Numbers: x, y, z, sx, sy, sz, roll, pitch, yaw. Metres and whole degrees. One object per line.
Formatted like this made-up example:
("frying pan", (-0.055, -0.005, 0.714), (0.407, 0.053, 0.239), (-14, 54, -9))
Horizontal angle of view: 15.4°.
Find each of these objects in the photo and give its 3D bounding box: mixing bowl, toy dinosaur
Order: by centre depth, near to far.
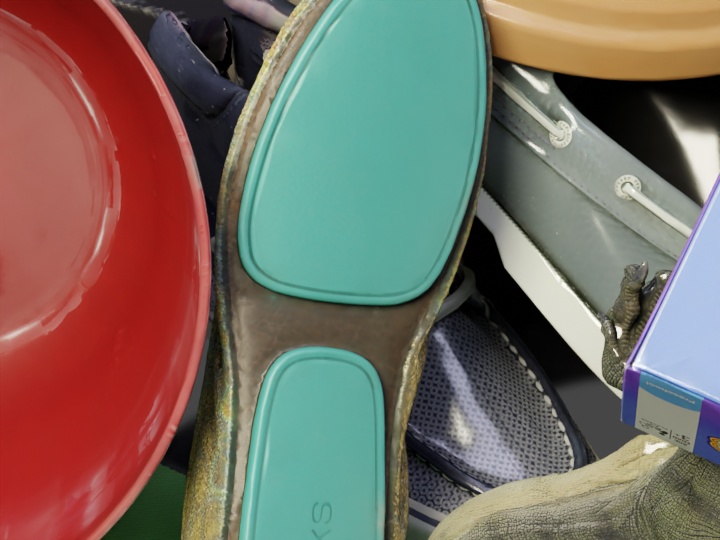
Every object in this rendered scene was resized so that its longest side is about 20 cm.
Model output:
("toy dinosaur", (0.085, 0.039, 0.635), (0.047, 0.200, 0.088), (15, 74, -50))
("mixing bowl", (-0.128, -0.016, 0.713), (0.200, 0.201, 0.108), (14, 15, 4))

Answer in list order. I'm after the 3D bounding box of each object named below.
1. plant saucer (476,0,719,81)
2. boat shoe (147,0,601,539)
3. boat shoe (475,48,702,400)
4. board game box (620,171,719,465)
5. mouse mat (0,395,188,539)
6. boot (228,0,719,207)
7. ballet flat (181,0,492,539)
("plant saucer", (0.068, -0.141, 0.747), (0.200, 0.037, 0.201), (4, 54, -6))
("boat shoe", (0.000, 0.000, 0.768), (0.075, 0.093, 0.200), (-31, 57, -33))
("boat shoe", (0.045, -0.051, 0.748), (0.200, 0.062, 0.073), (52, 15, 8))
("board game box", (0.159, -0.032, 0.583), (0.134, 0.045, 0.200), (25, 75, 11))
("mouse mat", (-0.051, 0.120, 0.703), (0.200, 0.008, 0.161), (23, 46, 14))
("boot", (0.063, -0.040, 0.814), (0.200, 0.073, 0.151), (-24, 80, 17))
("ballet flat", (-0.012, 0.012, 0.700), (0.070, 0.071, 0.201), (9, 90, 0))
